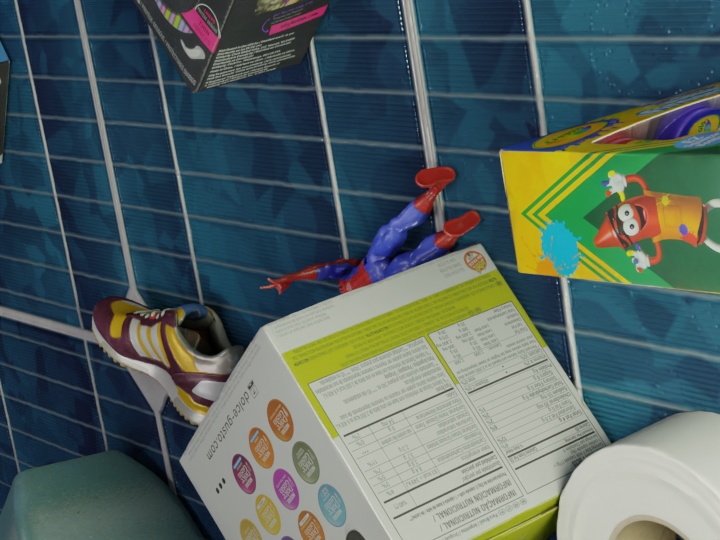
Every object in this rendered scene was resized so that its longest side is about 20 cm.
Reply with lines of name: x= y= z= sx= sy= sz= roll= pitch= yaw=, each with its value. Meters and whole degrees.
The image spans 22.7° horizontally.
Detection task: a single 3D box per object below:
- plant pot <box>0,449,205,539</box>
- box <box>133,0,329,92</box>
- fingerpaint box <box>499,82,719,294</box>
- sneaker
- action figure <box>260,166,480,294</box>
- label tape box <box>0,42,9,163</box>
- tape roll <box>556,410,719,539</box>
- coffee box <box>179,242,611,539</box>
plant pot: x=-0.273 y=0.299 z=1.798 sx=0.201 sy=0.195 sz=0.196 roll=63 pitch=146 yaw=25
box: x=-0.085 y=-0.248 z=1.331 sx=0.123 sy=0.106 sz=0.200 roll=55 pitch=142 yaw=21
fingerpaint box: x=0.202 y=-0.052 z=0.939 sx=0.166 sy=0.199 sz=0.074 roll=6 pitch=110 yaw=54
sneaker: x=-0.171 y=0.058 z=1.643 sx=0.199 sy=0.075 sz=0.091 roll=34 pitch=124 yaw=34
action figure: x=0.000 y=0.000 z=1.346 sx=0.066 sy=0.098 sz=0.200 roll=62 pitch=148 yaw=14
label tape box: x=-0.435 y=-0.185 z=1.821 sx=0.066 sy=0.143 sz=0.201 roll=46 pitch=139 yaw=31
tape roll: x=0.219 y=0.197 z=1.152 sx=0.202 sy=0.070 sz=0.204 roll=28 pitch=127 yaw=45
coffee box: x=0.025 y=0.137 z=1.280 sx=0.199 sy=0.199 sz=0.200 roll=57 pitch=144 yaw=18
